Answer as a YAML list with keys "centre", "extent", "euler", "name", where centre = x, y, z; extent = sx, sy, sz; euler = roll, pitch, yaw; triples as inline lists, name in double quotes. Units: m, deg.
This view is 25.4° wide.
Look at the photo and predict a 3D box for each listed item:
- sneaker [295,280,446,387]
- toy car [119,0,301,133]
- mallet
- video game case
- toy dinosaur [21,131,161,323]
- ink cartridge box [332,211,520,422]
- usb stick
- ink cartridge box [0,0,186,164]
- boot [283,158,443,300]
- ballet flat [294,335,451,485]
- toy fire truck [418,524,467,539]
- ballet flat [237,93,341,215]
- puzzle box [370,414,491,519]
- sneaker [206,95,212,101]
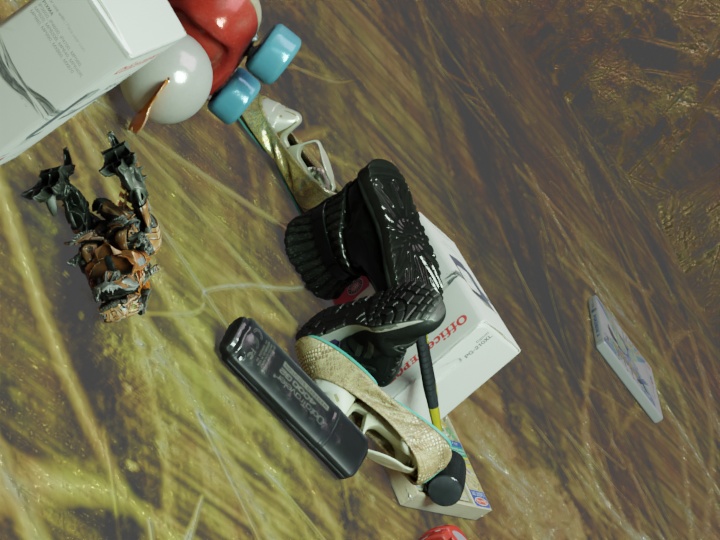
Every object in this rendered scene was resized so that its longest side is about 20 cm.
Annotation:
- centre: [0.028, 0.073, 1.643]
  extent: [0.076, 0.199, 0.088]
  euler: [-47, 111, -37]
  name: "sneaker"
- centre: [-0.197, -0.206, 1.646]
  extent: [0.184, 0.177, 0.201]
  euler: [39, 51, -12]
  name: "toy car"
- centre: [0.077, 0.153, 1.672]
  extent: [0.066, 0.041, 0.201]
  euler: [-78, 159, -61]
  name: "mallet"
- centre: [0.490, 0.163, 2.963]
  extent: [0.200, 0.022, 0.183]
  euler: [50, 19, -20]
  name: "video game case"
- centre: [-0.217, -0.037, 1.387]
  extent: [0.136, 0.102, 0.200]
  euler: [64, -6, -31]
  name: "toy dinosaur"
- centre: [0.068, 0.056, 1.789]
  extent: [0.084, 0.145, 0.201]
  euler: [38, 16, -42]
  name: "ink cartridge box"
- centre: [-0.062, 0.125, 1.551]
  extent: [0.200, 0.032, 0.056]
  euler: [48, 50, -26]
  name: "usb stick"
- centre: [-0.253, -0.160, 1.272]
  extent: [0.085, 0.199, 0.146]
  euler: [54, 18, -6]
  name: "ink cartridge box"
- centre: [0.002, 0.000, 1.751]
  extent: [0.079, 0.158, 0.212]
  euler: [15, 50, -42]
  name: "boot"
- centre: [0.004, 0.146, 1.630]
  extent: [0.199, 0.071, 0.065]
  euler: [36, 59, 2]
  name: "ballet flat"
- centre: [0.134, 0.347, 1.673]
  extent: [0.201, 0.049, 0.141]
  euler: [57, 17, 3]
  name: "toy fire truck"
- centre: [-0.085, -0.151, 1.919]
  extent: [0.201, 0.070, 0.071]
  euler: [57, 18, 2]
  name: "ballet flat"
- centre: [0.072, 0.208, 1.787]
  extent: [0.200, 0.025, 0.134]
  euler: [24, 38, -60]
  name: "puzzle box"
- centre: [-0.200, -0.279, 1.801]
  extent: [0.200, 0.085, 0.077]
  euler: [52, 19, -14]
  name: "sneaker"
